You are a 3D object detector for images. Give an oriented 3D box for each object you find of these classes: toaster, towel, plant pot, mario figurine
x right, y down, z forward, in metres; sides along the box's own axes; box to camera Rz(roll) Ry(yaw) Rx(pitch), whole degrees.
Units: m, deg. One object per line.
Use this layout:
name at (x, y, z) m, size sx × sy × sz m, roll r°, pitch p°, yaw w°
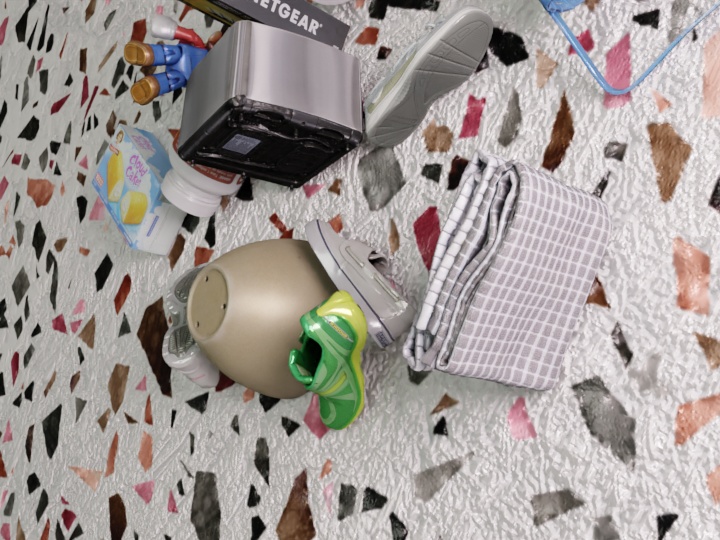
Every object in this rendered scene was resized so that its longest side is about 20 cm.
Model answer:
toaster at (-0.105, -0.192, 1.131) m, size 0.199 × 0.179 × 0.120 m, roll -26°, pitch 59°, yaw 55°
towel at (0.136, 0.010, 0.852) m, size 0.085 × 0.165 × 0.202 m, roll 26°, pitch 100°, yaw 41°
plant pot at (-0.133, 0.051, 1.158) m, size 0.199 × 0.133 × 0.203 m, roll -14°, pitch 71°, yaw 45°
mario figurine at (-0.244, -0.281, 1.323) m, size 0.106 × 0.199 × 0.124 m, roll 40°, pitch 126°, yaw 24°

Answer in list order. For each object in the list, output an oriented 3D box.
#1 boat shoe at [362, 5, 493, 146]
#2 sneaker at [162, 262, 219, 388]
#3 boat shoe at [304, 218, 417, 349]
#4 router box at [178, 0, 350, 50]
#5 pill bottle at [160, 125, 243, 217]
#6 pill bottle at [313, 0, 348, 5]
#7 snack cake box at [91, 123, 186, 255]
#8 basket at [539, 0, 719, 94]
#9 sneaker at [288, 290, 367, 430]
boat shoe at (0.068, -0.224, 1.055) m, size 0.202 × 0.074 × 0.065 m, roll -48°, pitch 48°, yaw 40°
sneaker at (-0.214, 0.077, 1.284) m, size 0.077 × 0.100 × 0.202 m, roll -12°, pitch 43°, yaw 16°
boat shoe at (0.000, 0.000, 1.078) m, size 0.065 × 0.072 × 0.201 m, roll -35°, pitch 45°, yaw 1°
router box at (-0.135, -0.335, 1.209) m, size 0.157 × 0.199 × 0.053 m, roll 25°, pitch 95°, yaw 48°
pill bottle at (-0.194, -0.179, 1.299) m, size 0.201 × 0.111 × 0.112 m, roll -57°, pitch 46°, yaw 20°
pill bottle at (-0.044, -0.445, 1.208) m, size 0.104 × 0.103 × 0.203 m, roll -25°, pitch 62°, yaw 41°
snack cake box at (-0.342, -0.129, 1.483) m, size 0.200 × 0.067 × 0.116 m, roll 48°, pitch 116°, yaw 42°
basket at (0.232, -0.285, 0.854) m, size 0.200 × 0.139 × 0.176 m, roll 48°, pitch 121°, yaw 4°
sneaker at (-0.040, 0.103, 1.038) m, size 0.074 × 0.083 × 0.202 m, roll 55°, pitch 155°, yaw 40°
